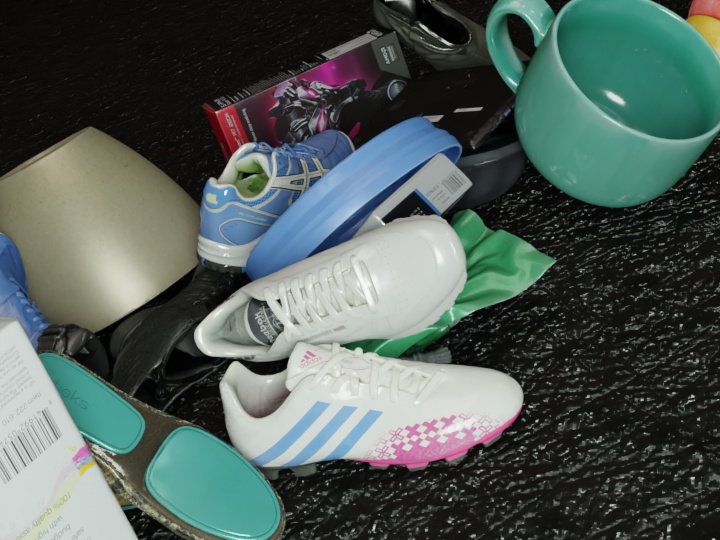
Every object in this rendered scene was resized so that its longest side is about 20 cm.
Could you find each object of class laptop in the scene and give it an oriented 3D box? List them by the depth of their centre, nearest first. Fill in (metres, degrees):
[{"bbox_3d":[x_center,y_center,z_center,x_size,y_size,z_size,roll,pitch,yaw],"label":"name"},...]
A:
[{"bbox_3d":[0.118,-0.133,1.112,0.177,0.103,0.200,3,43,51],"label":"laptop"}]

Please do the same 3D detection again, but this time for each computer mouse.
[{"bbox_3d":[0.073,-0.085,1.095,0.138,0.053,0.200,-25,17,-38],"label":"computer mouse"}]

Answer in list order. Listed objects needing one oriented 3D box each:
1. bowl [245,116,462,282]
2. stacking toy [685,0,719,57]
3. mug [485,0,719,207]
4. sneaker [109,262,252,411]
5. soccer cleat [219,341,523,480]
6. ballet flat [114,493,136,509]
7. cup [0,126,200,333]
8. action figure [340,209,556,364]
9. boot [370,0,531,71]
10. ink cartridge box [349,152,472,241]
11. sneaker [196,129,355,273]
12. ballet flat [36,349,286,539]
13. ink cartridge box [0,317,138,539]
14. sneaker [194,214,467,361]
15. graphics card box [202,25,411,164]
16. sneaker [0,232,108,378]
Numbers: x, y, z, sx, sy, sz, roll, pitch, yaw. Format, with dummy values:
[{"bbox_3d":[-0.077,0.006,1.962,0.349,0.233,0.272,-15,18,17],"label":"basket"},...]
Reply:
[{"bbox_3d":[-0.007,-0.045,0.954,0.200,0.039,0.201,-39,-7,-6],"label":"bowl"},{"bbox_3d":[0.326,-0.200,1.077,0.200,0.146,0.146,-44,31,-13],"label":"stacking toy"},{"bbox_3d":[0.193,-0.140,0.976,0.152,0.115,0.185,-14,63,-27],"label":"mug"},{"bbox_3d":[-0.127,0.045,0.979,0.200,0.060,0.104,-38,29,-22],"label":"sneaker"},{"bbox_3d":[0.001,0.082,0.779,0.199,0.087,0.070,-12,27,17],"label":"soccer cleat"},{"bbox_3d":[-0.235,0.141,0.862,0.199,0.063,0.069,-12,27,18],"label":"ballet flat"},{"bbox_3d":[-0.245,-0.041,1.081,0.200,0.144,0.200,-27,16,8],"label":"cup"},{"bbox_3d":[0.034,0.041,0.873,0.200,0.055,0.118,-37,31,-17],"label":"action figure"},{"bbox_3d":[0.093,-0.219,1.185,0.068,0.199,0.131,-61,6,7],"label":"boot"},{"bbox_3d":[0.000,0.000,0.921,0.099,0.039,0.200,-44,-2,-43],"label":"ink cartridge box"},{"bbox_3d":[-0.064,-0.075,1.024,0.075,0.077,0.200,17,38,24],"label":"sneaker"},{"bbox_3d":[-0.139,0.122,0.778,0.200,0.075,0.068,31,54,1],"label":"ballet flat"},{"bbox_3d":[-0.222,0.147,0.688,0.084,0.201,0.144,0,32,43],"label":"ink cartridge box"},{"bbox_3d":[-0.020,0.020,0.803,0.200,0.077,0.080,-24,-8,35],"label":"sneaker"},{"bbox_3d":[-0.039,-0.144,1.201,0.199,0.126,0.051,-26,23,-12],"label":"graphics card box"},{"bbox_3d":[-0.250,0.051,0.953,0.111,0.077,0.201,-17,59,14],"label":"sneaker"}]
